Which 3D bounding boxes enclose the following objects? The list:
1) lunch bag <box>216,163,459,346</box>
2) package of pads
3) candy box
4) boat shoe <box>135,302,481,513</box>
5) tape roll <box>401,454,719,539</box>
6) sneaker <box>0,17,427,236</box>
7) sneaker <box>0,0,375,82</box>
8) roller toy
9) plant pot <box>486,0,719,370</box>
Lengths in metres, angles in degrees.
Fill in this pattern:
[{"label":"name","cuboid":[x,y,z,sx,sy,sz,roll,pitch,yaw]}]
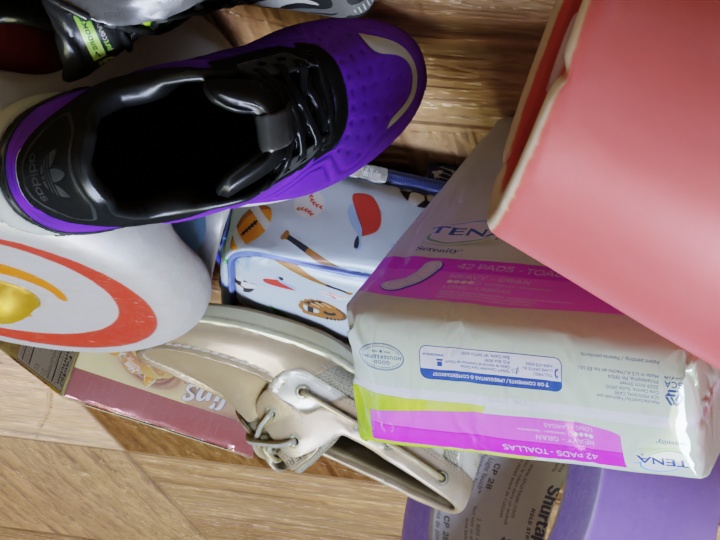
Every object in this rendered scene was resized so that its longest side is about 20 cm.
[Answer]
[{"label":"lunch bag","cuboid":[0.000,0.000,1.123,0.159,0.076,0.200,13,161,1]},{"label":"package of pads","cuboid":[0.093,0.005,0.913,0.153,0.200,0.069,5,120,25]},{"label":"candy box","cuboid":[-0.134,0.046,1.248,0.115,0.056,0.200,20,179,-24]},{"label":"boat shoe","cuboid":[-0.028,0.071,1.132,0.199,0.065,0.072,20,162,-15]},{"label":"tape roll","cuboid":[0.110,0.137,1.252,0.084,0.202,0.200,21,158,-27]},{"label":"sneaker","cuboid":[-0.044,-0.055,0.866,0.199,0.070,0.099,-19,-171,-29]},{"label":"sneaker","cuboid":[-0.084,-0.109,0.846,0.198,0.083,0.071,4,155,16]},{"label":"roller toy","cuboid":[-0.148,-0.044,0.975,0.199,0.141,0.182,22,157,-29]},{"label":"plant pot","cuboid":[0.148,-0.049,0.762,0.176,0.202,0.201,20,160,-1]}]
